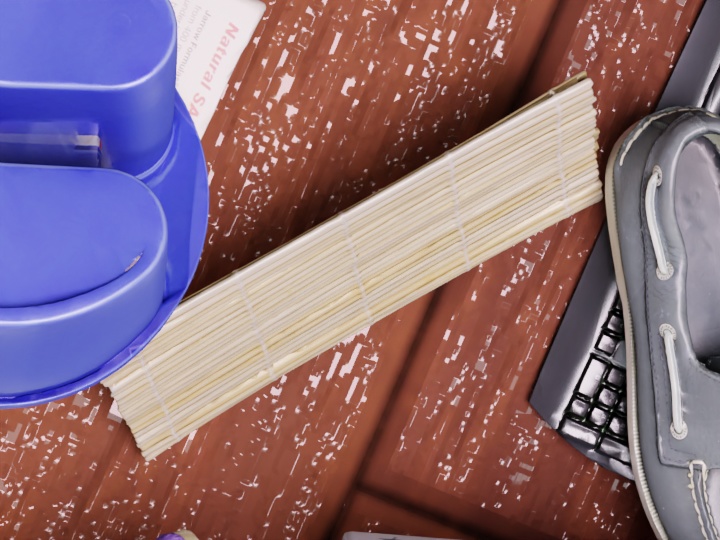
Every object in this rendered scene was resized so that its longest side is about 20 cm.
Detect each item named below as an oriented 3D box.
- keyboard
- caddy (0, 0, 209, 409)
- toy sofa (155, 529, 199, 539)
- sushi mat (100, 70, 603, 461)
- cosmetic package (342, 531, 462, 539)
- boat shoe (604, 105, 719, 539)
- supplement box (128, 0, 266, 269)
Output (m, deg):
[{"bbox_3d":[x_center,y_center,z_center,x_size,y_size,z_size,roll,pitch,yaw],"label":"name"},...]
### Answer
[{"bbox_3d":[0.155,-0.007,0.977,0.126,0.021,0.201,23,94,-1],"label":"keyboard"},{"bbox_3d":[-0.143,-0.033,0.816,0.199,0.105,0.142,5,74,-10],"label":"caddy"},{"bbox_3d":[-0.078,0.193,0.892,0.082,0.098,0.201,-15,130,-32],"label":"toy sofa"},{"bbox_3d":[0.000,0.000,0.930,0.199,0.096,0.012,-30,64,-4],"label":"sushi mat"},{"bbox_3d":[0.086,0.203,0.866,0.198,0.123,0.201,5,98,-8],"label":"cosmetic package"},{"bbox_3d":[0.133,0.039,0.933,0.072,0.062,0.201,-12,88,-11],"label":"boat shoe"},{"bbox_3d":[-0.149,-0.079,0.898,0.199,0.074,0.127,27,92,-12],"label":"supplement box"}]
